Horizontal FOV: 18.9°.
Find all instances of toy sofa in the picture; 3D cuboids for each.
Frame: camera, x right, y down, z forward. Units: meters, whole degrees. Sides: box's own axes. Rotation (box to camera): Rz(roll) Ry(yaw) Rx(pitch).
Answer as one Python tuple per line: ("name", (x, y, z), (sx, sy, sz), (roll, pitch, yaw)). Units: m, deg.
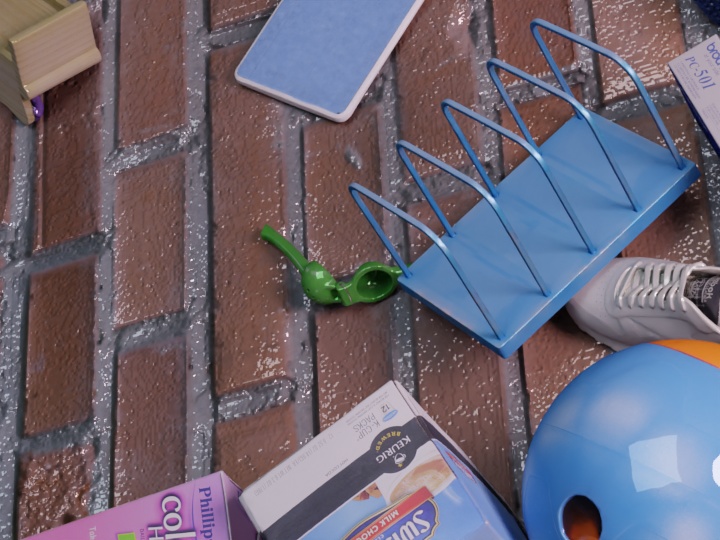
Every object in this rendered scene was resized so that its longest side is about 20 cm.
("toy sofa", (-0.322, -0.223, 1.944), (0.083, 0.098, 0.200), (-33, 48, -26))

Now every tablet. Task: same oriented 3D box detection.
("tablet", (-0.009, -0.222, 1.817), (0.130, 0.014, 0.200), (23, 75, 35))

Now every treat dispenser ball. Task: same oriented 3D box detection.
("treat dispenser ball", (0.203, 0.144, 1.376), (0.200, 0.201, 0.202), (-12, 57, 20))

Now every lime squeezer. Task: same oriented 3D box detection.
("lime squeezer", (0.000, 0.000, 1.677), (0.199, 0.038, 0.071), (3, 32, 29))

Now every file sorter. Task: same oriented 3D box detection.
("file sorter", (0.114, -0.066, 1.563), (0.200, 0.123, 0.139), (-42, 38, -11))

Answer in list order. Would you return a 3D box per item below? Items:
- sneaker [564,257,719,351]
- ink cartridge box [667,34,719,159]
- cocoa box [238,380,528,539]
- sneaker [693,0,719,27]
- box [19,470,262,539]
("sneaker", (0.226, 0.021, 1.515), (0.199, 0.081, 0.077), (12, 70, 34))
("ink cartridge box", (0.288, -0.065, 1.525), (0.044, 0.094, 0.200), (-30, 54, 8))
("cocoa box", (0.038, 0.194, 1.431), (0.133, 0.200, 0.131), (-36, 53, 3))
("sneaker", (0.325, -0.196, 1.604), (0.078, 0.070, 0.200), (-45, 59, -8))
("box", (-0.140, 0.244, 1.507), (0.199, 0.176, 0.097), (-20, 54, 14))
